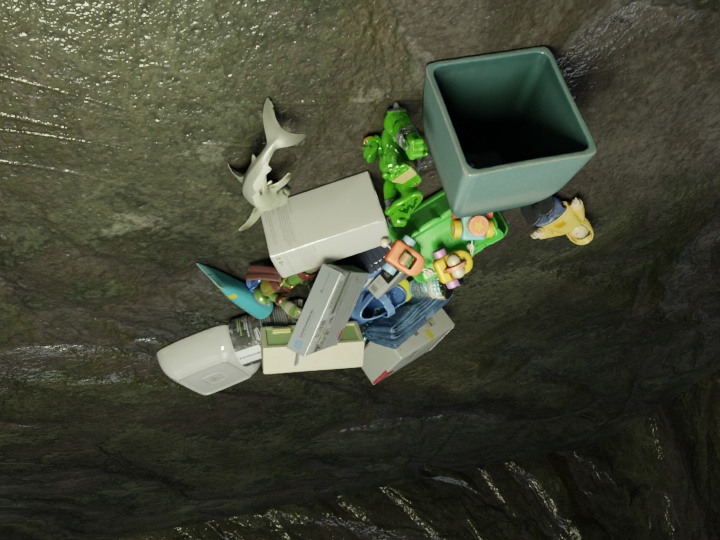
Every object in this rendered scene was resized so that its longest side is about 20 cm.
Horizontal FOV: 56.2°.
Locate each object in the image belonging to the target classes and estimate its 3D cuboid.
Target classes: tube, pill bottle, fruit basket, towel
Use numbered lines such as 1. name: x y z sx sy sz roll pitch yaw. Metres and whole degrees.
1. tube: -0.237 0.041 1.300 0.050 0.077 0.200 -54 150 -4
2. pill bottle: -0.170 0.124 1.428 0.199 0.107 0.106 -19 150 3
3. fruit basket: 0.165 -0.071 1.257 0.215 0.156 0.216 -31 -168 7
4. towel: 0.103 0.085 1.445 0.200 0.049 0.111 -40 -155 -29

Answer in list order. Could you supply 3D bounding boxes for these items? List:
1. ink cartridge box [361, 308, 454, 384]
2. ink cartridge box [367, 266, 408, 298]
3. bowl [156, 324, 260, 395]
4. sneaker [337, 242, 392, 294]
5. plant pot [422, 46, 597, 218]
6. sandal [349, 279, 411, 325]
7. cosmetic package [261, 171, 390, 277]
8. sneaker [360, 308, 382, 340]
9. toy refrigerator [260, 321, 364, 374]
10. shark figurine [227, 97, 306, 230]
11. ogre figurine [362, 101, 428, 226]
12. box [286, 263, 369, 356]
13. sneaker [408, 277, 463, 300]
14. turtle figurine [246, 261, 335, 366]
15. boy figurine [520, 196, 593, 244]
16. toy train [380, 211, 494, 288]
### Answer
1. ink cartridge box: 0.106 0.168 1.598 0.200 0.084 0.145 -24 161 -40
2. ink cartridge box: 0.103 -0.017 1.353 0.200 0.037 0.095 -29 166 -46
3. bowl: -0.334 0.212 1.525 0.199 0.075 0.200 -22 148 8
4. sneaker: 0.000 0.000 1.344 0.200 0.074 0.082 -38 159 25
5. plant pot: 0.201 -0.185 1.026 0.195 0.197 0.200 -11 156 -10
6. sandal: 0.010 0.075 1.407 0.200 0.087 0.080 -26 106 27
7. cosmetic package: -0.060 -0.077 1.146 0.199 0.108 0.085 -16 151 2
8. sneaker: 0.020 0.105 1.506 0.077 0.092 0.200 0 146 -25
9. toy refrigerator: -0.098 0.151 1.351 0.199 0.076 0.070 -3 120 -11
10. shark figurine: -0.161 -0.149 1.012 0.128 0.089 0.215 -43 168 -23
11. ogre figurine: 0.060 -0.166 1.045 0.098 0.120 0.200 -17 149 8
12. box: -0.053 0.066 1.204 0.156 0.041 0.200 -66 166 6
13. sneaker: 0.156 0.007 1.394 0.086 0.078 0.200 -6 -169 25
14. turtle figurine: -0.099 0.030 1.271 0.194 0.200 0.144 -45 172 32
15. boy figurine: 0.410 -0.101 1.392 0.200 0.065 0.124 20 131 -42
16. toy train: 0.135 -0.053 1.113 0.150 0.056 0.200 38 91 -10
